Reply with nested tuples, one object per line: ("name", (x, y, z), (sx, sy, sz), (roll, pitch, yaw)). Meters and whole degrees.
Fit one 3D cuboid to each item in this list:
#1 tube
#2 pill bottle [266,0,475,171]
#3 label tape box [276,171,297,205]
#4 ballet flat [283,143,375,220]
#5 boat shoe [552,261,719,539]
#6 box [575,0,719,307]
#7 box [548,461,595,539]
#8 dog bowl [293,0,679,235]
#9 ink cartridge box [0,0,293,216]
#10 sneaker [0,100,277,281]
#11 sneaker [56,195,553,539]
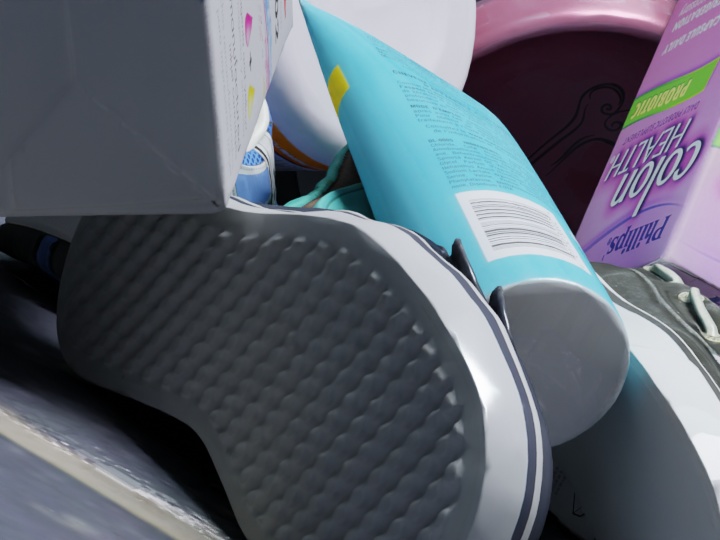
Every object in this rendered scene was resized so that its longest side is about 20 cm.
("tube", (0.028, -0.022, 0.751), (0.077, 0.050, 0.200), (37, 16, -25))
("pill bottle", (-0.066, -0.092, 0.946), (0.200, 0.113, 0.113), (2, -13, 42))
("label tape box", (-0.071, -0.093, 1.087), (0.144, 0.063, 0.200), (28, -16, 6))
("ballet flat", (0.000, 0.000, 0.820), (0.067, 0.070, 0.200), (47, 19, 4))
("boat shoe", (0.091, 0.038, 0.737), (0.064, 0.071, 0.200), (-4, 21, -11))
("box", (0.192, -0.041, 0.907), (0.176, 0.200, 0.097), (28, -18, -13))
("box", (0.129, 0.085, 0.888), (0.200, 0.035, 0.110), (24, 8, -34))
("dog bowl", (0.075, -0.036, 1.000), (0.200, 0.200, 0.074), (26, 23, -18))
("ink cartridge box", (-0.058, -0.100, 0.670), (0.068, 0.115, 0.200), (-1, 21, 5))
("sneaker", (-0.051, -0.025, 0.821), (0.076, 0.077, 0.200), (27, 3, 4))
("sneaker", (0.003, 0.026, 0.607), (0.079, 0.078, 0.200), (18, 8, -31))
